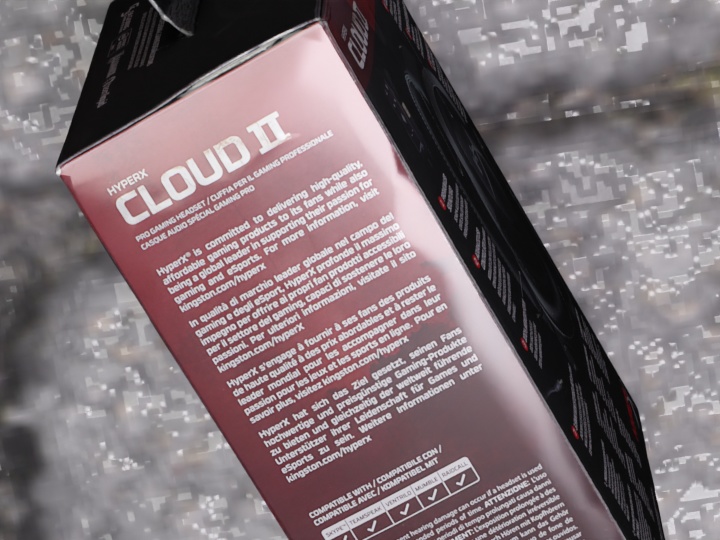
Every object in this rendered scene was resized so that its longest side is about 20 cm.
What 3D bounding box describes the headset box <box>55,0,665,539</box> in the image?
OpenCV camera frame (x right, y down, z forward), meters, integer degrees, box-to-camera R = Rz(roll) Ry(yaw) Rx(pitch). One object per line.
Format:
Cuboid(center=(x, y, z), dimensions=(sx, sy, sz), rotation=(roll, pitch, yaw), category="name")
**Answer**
Cuboid(center=(0.000, 0.000, 0.761), dimensions=(0.077, 0.149, 0.200), rotation=(-29, 108, 10), category="headset box")
